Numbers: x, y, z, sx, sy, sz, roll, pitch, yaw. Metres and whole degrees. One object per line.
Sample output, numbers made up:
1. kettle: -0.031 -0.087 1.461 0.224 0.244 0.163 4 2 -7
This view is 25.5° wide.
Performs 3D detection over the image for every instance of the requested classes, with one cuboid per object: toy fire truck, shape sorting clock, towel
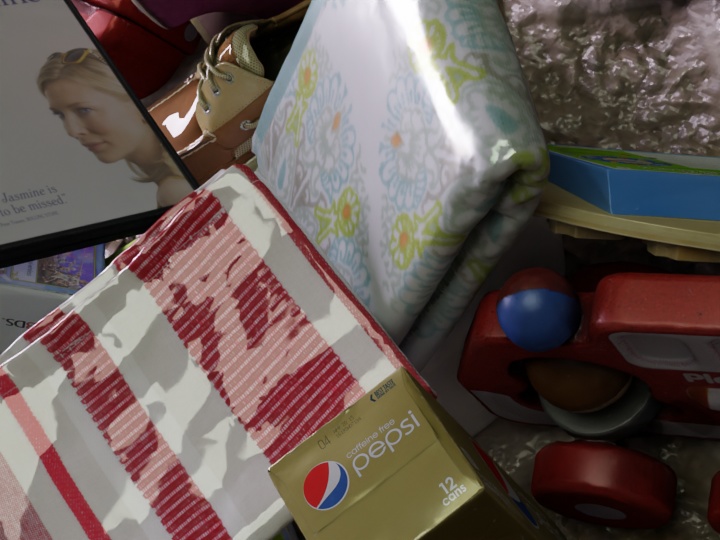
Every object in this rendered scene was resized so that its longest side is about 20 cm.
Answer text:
1. toy fire truck: -0.204 -0.145 0.962 0.176 0.129 0.200 25 90 32
2. toy fire truck: 0.133 0.040 0.671 0.200 0.168 0.112 4 67 27
3. shape sorting clock: 0.147 -0.028 0.697 0.200 0.200 0.039 10 100 29
4. towel: -0.086 0.064 0.663 0.200 0.023 0.144 -39 66 0
5. towel: 0.013 -0.051 0.702 0.048 0.200 0.171 0 54 -25

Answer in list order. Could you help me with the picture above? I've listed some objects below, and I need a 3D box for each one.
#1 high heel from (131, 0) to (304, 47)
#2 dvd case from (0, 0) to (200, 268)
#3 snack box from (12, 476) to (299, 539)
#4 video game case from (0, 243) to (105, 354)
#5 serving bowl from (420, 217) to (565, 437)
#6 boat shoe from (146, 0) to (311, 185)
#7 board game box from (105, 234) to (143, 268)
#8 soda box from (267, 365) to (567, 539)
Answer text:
1. high heel: -0.077 -0.176 0.861 0.096 0.200 0.067 -39 77 10
2. dvd case: -0.185 -0.089 0.822 0.200 0.143 0.018 54 138 24
3. snack box: -0.123 0.152 0.696 0.200 0.068 0.169 -26 68 -3
4. video game case: -0.227 -0.029 0.837 0.200 0.181 0.046 -106 29 -61
5. serving bowl: 0.000 0.000 0.816 0.200 0.066 0.200 -11 62 21
6. boat shoe: -0.057 -0.108 0.887 0.200 0.074 0.076 -25 50 11
7. board game box: -0.138 0.088 0.817 0.102 0.048 0.200 -23 47 63
8. soda box: 0.043 0.117 0.655 0.068 0.200 0.064 -38 55 3
